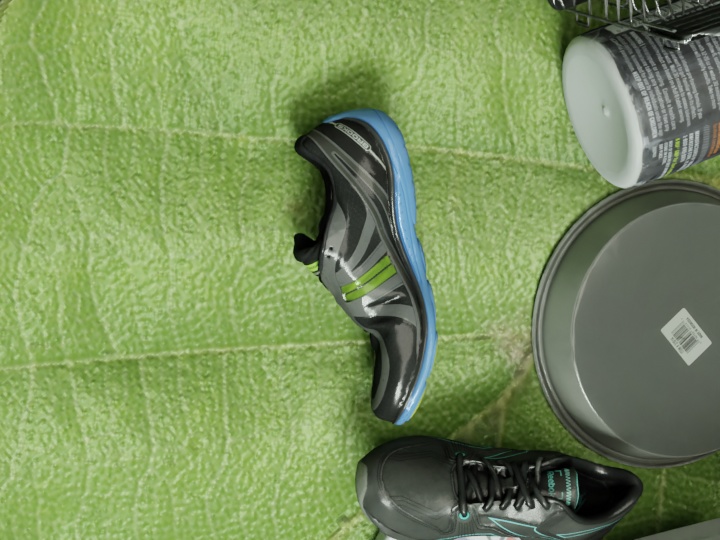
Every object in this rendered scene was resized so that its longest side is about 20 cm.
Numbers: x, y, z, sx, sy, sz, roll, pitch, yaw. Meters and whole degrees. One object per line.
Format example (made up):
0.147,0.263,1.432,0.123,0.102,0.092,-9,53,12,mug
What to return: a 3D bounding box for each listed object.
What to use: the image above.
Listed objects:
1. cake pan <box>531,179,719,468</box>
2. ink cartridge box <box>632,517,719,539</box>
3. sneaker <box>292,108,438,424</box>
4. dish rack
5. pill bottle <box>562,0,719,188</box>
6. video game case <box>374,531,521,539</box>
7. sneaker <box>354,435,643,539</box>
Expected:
0.215,0.039,1.279,0.199,0.037,0.201,-2,97,-17,cake pan
0.220,0.287,1.221,0.146,0.146,0.201,-12,105,-16,ink cartridge box
0.000,0.000,1.194,0.082,0.071,0.200,-12,95,-11,sneaker
0.211,-0.190,1.171,0.153,0.200,0.055,-21,112,-14,dish rack
0.242,-0.133,1.232,0.199,0.106,0.107,-20,102,-15,pill bottle
0.064,0.259,1.264,0.182,0.023,0.200,32,86,-18,video game case
0.091,0.137,1.212,0.199,0.079,0.076,8,65,-29,sneaker
